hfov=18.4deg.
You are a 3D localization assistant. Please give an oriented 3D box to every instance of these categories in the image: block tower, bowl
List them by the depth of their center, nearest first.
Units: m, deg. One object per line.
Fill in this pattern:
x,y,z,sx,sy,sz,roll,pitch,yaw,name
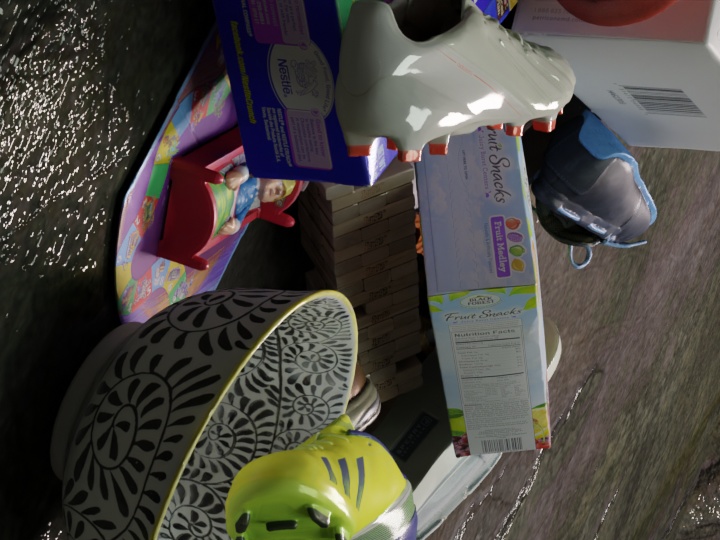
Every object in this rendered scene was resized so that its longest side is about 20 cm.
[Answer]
-0.091,0.084,1.097,0.201,0.094,0.201,-53,157,-33,bowl
0.000,0.000,1.309,0.058,0.054,0.200,-22,138,-15,block tower

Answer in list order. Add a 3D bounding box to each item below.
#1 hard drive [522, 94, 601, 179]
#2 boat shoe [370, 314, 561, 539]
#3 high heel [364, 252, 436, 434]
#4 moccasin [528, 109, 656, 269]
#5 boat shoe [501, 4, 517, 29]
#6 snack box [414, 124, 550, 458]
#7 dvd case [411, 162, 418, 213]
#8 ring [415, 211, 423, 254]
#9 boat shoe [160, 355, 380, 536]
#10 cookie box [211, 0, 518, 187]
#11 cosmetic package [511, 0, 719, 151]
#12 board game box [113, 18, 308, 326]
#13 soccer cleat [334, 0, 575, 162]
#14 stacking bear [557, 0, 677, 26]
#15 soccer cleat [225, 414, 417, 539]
0.142,-0.142,1.506,0.200,0.038,0.140,-43,-155,61,hard drive
0.054,0.109,1.420,0.201,0.070,0.072,-45,150,-19,boat shoe
-0.002,0.095,1.420,0.143,0.071,0.200,-52,162,-55,high heel
0.137,-0.052,1.412,0.068,0.080,0.200,-43,159,1,moccasin
0.079,-0.212,1.320,0.074,0.073,0.200,-14,112,-68,boat shoe
0.072,-0.008,1.327,0.200,0.068,0.169,75,9,-58,snack box
0.045,-0.111,1.444,0.200,0.016,0.149,37,72,-72,dvd case
0.061,-0.097,1.446,0.201,0.019,0.201,-55,156,-39,ring
-0.069,0.086,1.238,0.200,0.076,0.072,-34,110,-49,boat shoe
0.004,-0.166,1.118,0.200,0.075,0.171,-53,142,-46,cookie box
0.198,-0.193,1.300,0.199,0.123,0.200,30,68,-59,cosmetic package
-0.061,-0.047,1.149,0.158,0.039,0.200,70,42,-63,board game box
0.052,-0.102,1.076,0.200,0.069,0.078,-20,114,-59,soccer cleat
0.088,-0.204,1.081,0.200,0.121,0.114,26,65,-52,stacking bear
-0.021,0.109,1.107,0.200,0.065,0.084,42,44,-67,soccer cleat
